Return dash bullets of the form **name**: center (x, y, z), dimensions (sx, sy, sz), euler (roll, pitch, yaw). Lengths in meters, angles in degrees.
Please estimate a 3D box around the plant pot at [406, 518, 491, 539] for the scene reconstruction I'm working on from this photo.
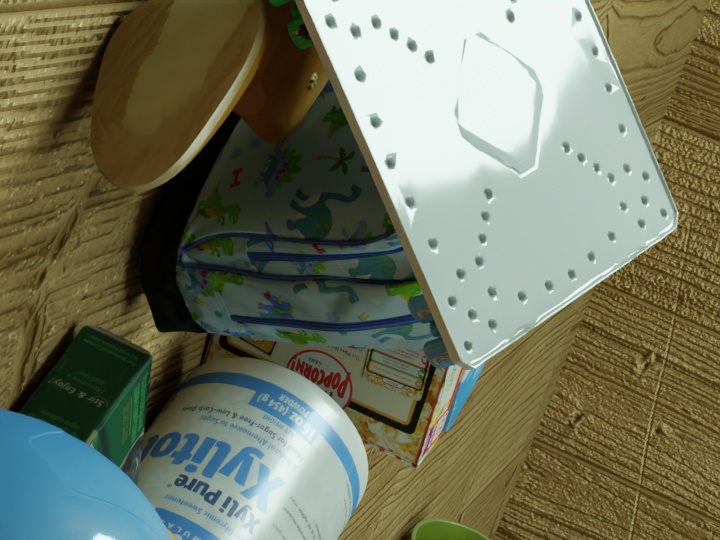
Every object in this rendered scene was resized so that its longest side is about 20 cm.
- **plant pot**: center (0.081, 0.408, 2.532), dimensions (0.200, 0.187, 0.187), euler (-55, 173, 21)

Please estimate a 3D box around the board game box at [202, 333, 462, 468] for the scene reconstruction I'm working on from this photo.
- **board game box**: center (0.000, 0.000, 1.377), dimensions (0.046, 0.151, 0.201), euler (-47, 158, -58)

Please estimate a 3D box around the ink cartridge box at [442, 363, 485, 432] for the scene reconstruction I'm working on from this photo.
- **ink cartridge box**: center (0.023, -0.018, 1.457), dimensions (0.084, 0.145, 0.200), euler (-53, 163, -49)

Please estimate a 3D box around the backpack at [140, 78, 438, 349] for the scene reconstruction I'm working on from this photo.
- **backpack**: center (0.002, -0.033, 1.199), dimensions (0.163, 0.199, 0.154), euler (-58, 156, -31)

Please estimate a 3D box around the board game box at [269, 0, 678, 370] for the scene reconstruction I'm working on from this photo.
- **board game box**: center (0.058, -0.077, 1.105), dimensions (0.026, 0.201, 0.200), euler (-18, -171, 43)

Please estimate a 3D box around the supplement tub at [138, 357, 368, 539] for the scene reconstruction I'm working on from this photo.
- **supplement tub**: center (-0.091, 0.158, 1.325), dimensions (0.132, 0.132, 0.200), euler (102, 16, -45)

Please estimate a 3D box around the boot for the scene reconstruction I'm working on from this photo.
- **boot**: center (-0.058, -0.094, 1.101), dimensions (0.144, 0.071, 0.202), euler (69, 36, -59)

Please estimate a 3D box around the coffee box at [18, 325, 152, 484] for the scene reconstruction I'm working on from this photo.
- **coffee box**: center (-0.171, 0.137, 1.140), dimensions (0.200, 0.044, 0.123), euler (-56, 166, -40)

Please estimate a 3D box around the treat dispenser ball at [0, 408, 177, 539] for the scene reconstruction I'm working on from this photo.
- **treat dispenser ball**: center (-0.155, 0.150, 0.855), dimensions (0.201, 0.200, 0.201), euler (-61, 167, -24)
